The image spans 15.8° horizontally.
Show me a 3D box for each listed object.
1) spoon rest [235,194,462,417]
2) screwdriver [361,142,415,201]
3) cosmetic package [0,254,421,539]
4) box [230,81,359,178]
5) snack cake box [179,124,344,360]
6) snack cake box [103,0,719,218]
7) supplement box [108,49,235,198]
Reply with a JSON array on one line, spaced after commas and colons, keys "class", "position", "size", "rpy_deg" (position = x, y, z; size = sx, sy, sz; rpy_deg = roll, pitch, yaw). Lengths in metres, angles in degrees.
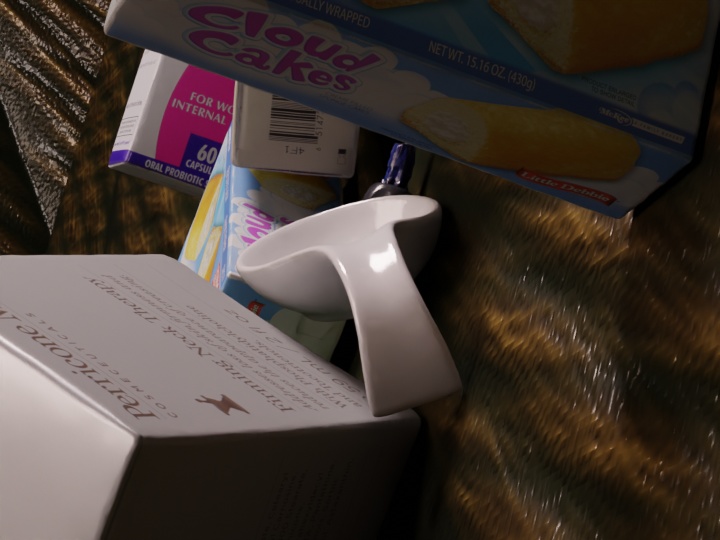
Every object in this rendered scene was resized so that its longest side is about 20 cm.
[{"class": "spoon rest", "position": [0.000, 0.000, 1.153], "size": [0.200, 0.099, 0.061], "rpy_deg": [-124, 17, -69]}, {"class": "screwdriver", "position": [0.027, -0.076, 1.281], "size": [0.029, 0.028, 0.201], "rpy_deg": [-1, 67, 48]}, {"class": "cosmetic package", "position": [-0.113, 0.101, 1.099], "size": [0.199, 0.167, 0.167], "rpy_deg": [0, -64, -56]}, {"class": "box", "position": [-0.034, -0.122, 1.431], "size": [0.200, 0.068, 0.083], "rpy_deg": [-94, 9, -70]}, {"class": "snack cake box", "position": [-0.058, 0.015, 1.395], "size": [0.200, 0.067, 0.116], "rpy_deg": [-95, 26, -64]}, {"class": "snack cake box", "position": [0.024, -0.109, 0.897], "size": [0.067, 0.199, 0.116], "rpy_deg": [136, 150, -65]}, {"class": "supplement box", "position": [-0.088, -0.150, 1.749], "size": [0.103, 0.101, 0.201], "rpy_deg": [-177, 104, -78]}]
